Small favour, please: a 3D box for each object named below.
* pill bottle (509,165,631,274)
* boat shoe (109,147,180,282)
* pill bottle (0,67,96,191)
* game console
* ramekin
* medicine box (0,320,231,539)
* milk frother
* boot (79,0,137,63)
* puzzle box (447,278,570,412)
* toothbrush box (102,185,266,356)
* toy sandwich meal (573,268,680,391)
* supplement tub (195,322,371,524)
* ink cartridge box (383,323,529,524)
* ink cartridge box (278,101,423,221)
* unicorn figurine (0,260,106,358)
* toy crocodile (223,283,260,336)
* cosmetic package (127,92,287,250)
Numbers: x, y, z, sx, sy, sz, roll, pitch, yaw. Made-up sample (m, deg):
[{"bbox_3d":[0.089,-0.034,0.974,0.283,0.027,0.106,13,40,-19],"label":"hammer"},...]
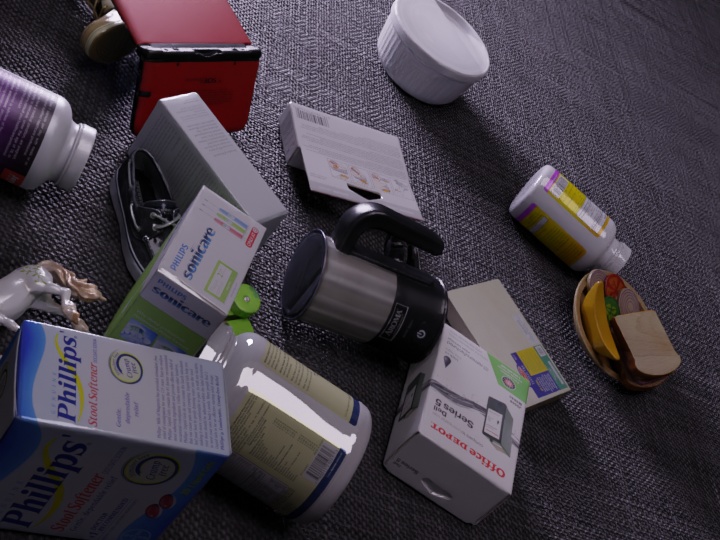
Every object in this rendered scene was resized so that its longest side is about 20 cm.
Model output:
[{"bbox_3d":[0.347,-0.071,1.821,0.200,0.104,0.104,41,37,-2],"label":"pill bottle"},{"bbox_3d":[-0.241,-0.055,1.309,0.071,0.068,0.202,5,52,-38],"label":"boat shoe"},{"bbox_3d":[-0.401,-0.164,1.234,0.198,0.113,0.114,25,41,-22],"label":"pill bottle"},{"bbox_3d":[-0.244,-0.281,1.487,0.118,0.175,0.198,32,29,34],"label":"game console"},{"bbox_3d":[0.119,-0.377,1.917,0.200,0.094,0.204,23,41,-22],"label":"ramekin"},{"bbox_3d":[-0.246,0.155,1.010,0.198,0.182,0.104,15,44,-30],"label":"medicine box"},{"bbox_3d":[0.000,0.000,1.442,0.186,0.183,0.199,22,-1,-25],"label":"milk frother"},{"bbox_3d":[-0.357,-0.367,1.503,0.154,0.072,0.200,42,32,-1],"label":"boot"},{"bbox_3d":[0.205,0.108,1.587,0.132,0.025,0.202,-10,61,-46],"label":"puzzle box"},{"bbox_3d":[-0.196,0.035,1.156,0.085,0.200,0.146,32,38,-11],"label":"toothbrush box"},{"bbox_3d":[0.414,0.087,1.729,0.203,0.070,0.208,17,59,-31],"label":"toy sandwich meal"},{"bbox_3d":[-0.102,0.157,1.168,0.199,0.145,0.146,34,38,-10],"label":"supplement tub"},{"bbox_3d":[0.124,0.190,1.388,0.145,0.084,0.201,34,38,-11],"label":"ink cartridge box"},{"bbox_3d":[-0.016,-0.146,1.617,0.198,0.045,0.178,14,45,-32],"label":"ink cartridge box"},{"bbox_3d":[-0.364,0.034,1.124,0.137,0.074,0.199,42,22,15],"label":"unicorn figurine"},{"bbox_3d":[-0.169,0.009,1.299,0.061,0.067,0.203,1,63,-43],"label":"toy crocodile"},{"bbox_3d":[-0.192,-0.110,1.380,0.201,0.102,0.071,53,38,12],"label":"cosmetic package"}]
